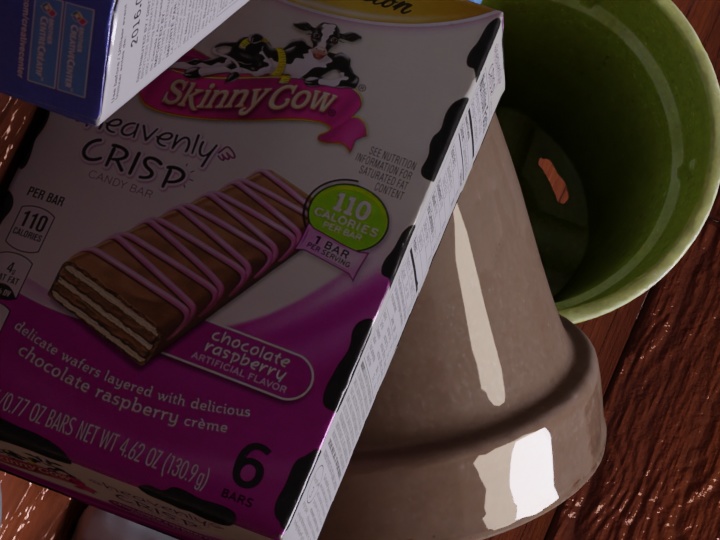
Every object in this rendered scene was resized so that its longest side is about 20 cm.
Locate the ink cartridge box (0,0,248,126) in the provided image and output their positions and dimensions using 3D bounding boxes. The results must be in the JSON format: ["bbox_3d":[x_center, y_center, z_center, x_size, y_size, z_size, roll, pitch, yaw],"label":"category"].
[{"bbox_3d":[-0.068,-0.133,0.640,0.200,0.076,0.137,-54,159,-58],"label":"ink cartridge box"}]

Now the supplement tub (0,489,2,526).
[{"bbox_3d":[-0.150,0.093,0.515,0.123,0.122,0.200,-45,152,-64],"label":"supplement tub"}]

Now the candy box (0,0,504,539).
[{"bbox_3d":[-0.047,-0.014,0.777,0.061,0.136,0.200,81,30,-68],"label":"candy box"}]

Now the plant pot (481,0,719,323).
[{"bbox_3d":[0.072,-0.051,1.195,0.184,0.200,0.201,111,1,-77],"label":"plant pot"}]

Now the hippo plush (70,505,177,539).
[{"bbox_3d":[-0.064,0.206,0.967,0.161,0.200,0.159,-60,145,-10],"label":"hippo plush"}]

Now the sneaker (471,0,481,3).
[{"bbox_3d":[0.076,-0.194,1.025,0.090,0.078,0.200,30,81,-43],"label":"sneaker"}]

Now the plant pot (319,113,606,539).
[{"bbox_3d":[0.000,0.000,0.945,0.200,0.200,0.175,-48,138,-61],"label":"plant pot"}]
